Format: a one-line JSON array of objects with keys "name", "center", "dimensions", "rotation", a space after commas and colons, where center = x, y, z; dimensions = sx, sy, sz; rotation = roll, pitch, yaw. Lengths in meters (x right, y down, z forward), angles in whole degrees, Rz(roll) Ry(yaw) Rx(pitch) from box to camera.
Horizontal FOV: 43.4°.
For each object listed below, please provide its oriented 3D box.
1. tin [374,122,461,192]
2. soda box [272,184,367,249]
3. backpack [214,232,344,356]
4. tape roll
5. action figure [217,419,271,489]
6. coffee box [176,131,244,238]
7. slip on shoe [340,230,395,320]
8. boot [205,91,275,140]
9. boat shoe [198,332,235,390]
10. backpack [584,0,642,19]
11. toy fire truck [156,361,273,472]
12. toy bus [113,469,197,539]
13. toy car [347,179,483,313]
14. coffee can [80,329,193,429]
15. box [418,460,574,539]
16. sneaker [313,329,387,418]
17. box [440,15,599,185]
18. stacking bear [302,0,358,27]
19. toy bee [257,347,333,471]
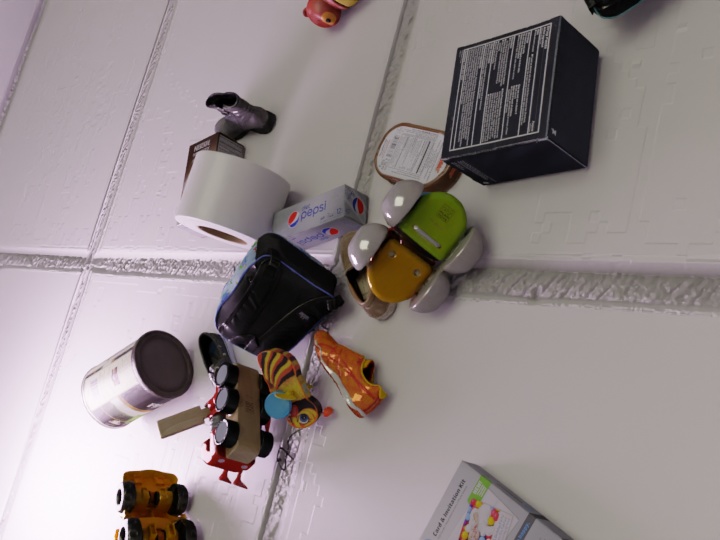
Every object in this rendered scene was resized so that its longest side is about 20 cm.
[{"name": "tin", "center": [0.099, -0.196, 1.586], "dimensions": [0.199, 0.042, 0.113], "rotation": [23, 93, 49]}, {"name": "soda box", "center": [-0.078, -0.095, 1.701], "dimensions": [0.199, 0.063, 0.069], "rotation": [-19, 60, 40]}, {"name": "backpack", "center": [-0.156, 0.048, 1.633], "dimensions": [0.200, 0.182, 0.147], "rotation": [-48, 21, 23]}, {"name": "tape roll", "center": [-0.253, -0.135, 1.800], "dimensions": [0.202, 0.202, 0.140], "rotation": [7, 77, 47]}, {"name": "action figure", "center": [-0.196, 0.292, 1.649], "dimensions": [0.065, 0.052, 0.202], "rotation": [5, 70, 41]}, {"name": "coffee box", "center": [-0.331, -0.188, 1.998], "dimensions": [0.114, 0.079, 0.202], "rotation": [-16, 60, 41]}, {"name": "slip on shoe", "center": [0.000, 0.000, 1.574], "dimensions": [0.076, 0.060, 0.201], "rotation": [-41, 46, 25]}, {"name": "boot", "center": [-0.291, -0.349, 1.996], "dimensions": [0.199, 0.131, 0.070], "rotation": [-5, 68, 45]}, {"name": "boat shoe", "center": [-0.272, 0.198, 1.766], "dimensions": [0.069, 0.056, 0.201], "rotation": [-48, 43, 18]}, {"name": "backpack", "center": [0.396, -0.488, 1.312], "dimensions": [0.199, 0.176, 0.154], "rotation": [-26, 23, 22]}, {"name": "toy fire truck", "center": [-0.262, 0.279, 1.611], "dimensions": [0.200, 0.128, 0.177], "rotation": [-42, 40, 35]}, {"name": "toy bus", "center": [-0.411, 0.510, 1.723], "dimensions": [0.193, 0.135, 0.201], "rotation": [-59, 36, 31]}, {"name": "toy car", "center": [0.089, -0.045, 1.454], "dimensions": [0.200, 0.175, 0.150], "rotation": [-51, 6, 15]}, {"name": "coffee can", "center": [-0.467, 0.229, 1.888], "dimensions": [0.199, 0.146, 0.148], "rotation": [-30, 52, 34]}, {"name": "box", "center": [0.175, 0.376, 1.224], "dimensions": [0.200, 0.041, 0.157], "rotation": [33, 96, 50]}, {"name": "sneaker", "center": [-0.017, 0.165, 1.523], "dimensions": [0.077, 0.073, 0.200], "rotation": [-37, 48, -3]}, {"name": "box", "center": [0.246, -0.253, 1.391], "dimensions": [0.197, 0.123, 0.202], "rotation": [-6, 69, 46]}, {"name": "stacking bear", "center": [-0.039, -0.589, 1.873], "dimensions": [0.200, 0.121, 0.114], "rotation": [-47, 46, 30]}, {"name": "toy bee", "center": [-0.104, 0.225, 1.559], "dimensions": [0.108, 0.202, 0.131], "rotation": [-12, 21, 12]}]
